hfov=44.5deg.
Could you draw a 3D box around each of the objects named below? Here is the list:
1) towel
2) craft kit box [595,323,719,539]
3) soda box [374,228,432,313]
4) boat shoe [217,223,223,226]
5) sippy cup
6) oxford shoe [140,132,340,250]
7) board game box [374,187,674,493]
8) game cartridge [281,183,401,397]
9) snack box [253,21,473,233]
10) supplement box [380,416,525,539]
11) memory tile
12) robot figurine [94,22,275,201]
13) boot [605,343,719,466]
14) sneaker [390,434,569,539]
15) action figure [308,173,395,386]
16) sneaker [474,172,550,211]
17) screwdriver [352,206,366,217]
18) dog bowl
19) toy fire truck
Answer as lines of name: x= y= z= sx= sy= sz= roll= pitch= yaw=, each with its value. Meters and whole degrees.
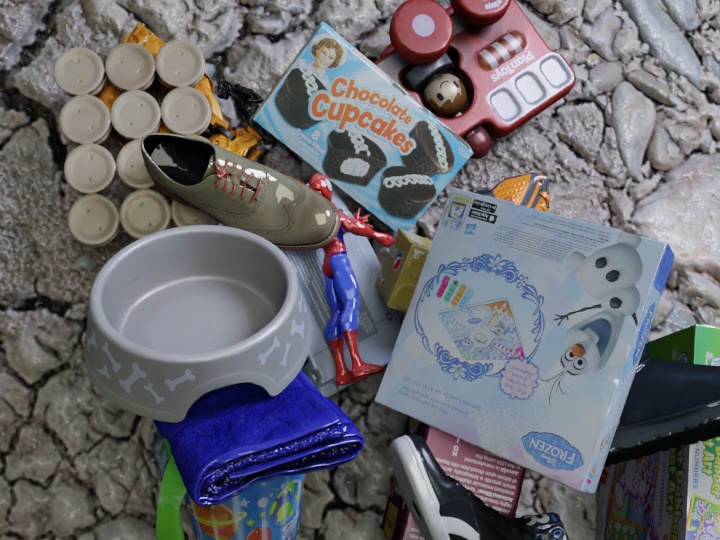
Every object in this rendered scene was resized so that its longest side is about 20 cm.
towel: x=-0.102 y=0.111 z=0.753 sx=0.145 sy=0.200 sz=0.050 roll=-11 pitch=115 yaw=-24
craft kit box: x=0.289 y=0.169 z=0.848 sx=0.048 sy=0.198 sz=0.204 roll=10 pitch=75 yaw=-7
soda box: x=0.118 y=0.028 z=0.890 sx=0.197 sy=0.064 sz=0.069 roll=20 pitch=103 yaw=-16
boat shoe: x=-0.148 y=0.003 z=0.882 sx=0.071 sy=0.068 sz=0.201 roll=31 pitch=58 yaw=2
sippy cup: x=-0.106 y=0.190 z=0.802 sx=0.175 sy=0.140 sz=0.133 roll=-11 pitch=115 yaw=-20
oxford shoe: x=-0.114 y=-0.072 z=0.805 sx=0.197 sy=0.075 sz=0.072 roll=19 pitch=82 yaw=9
board game box: x=0.132 y=0.051 z=0.735 sx=0.198 sy=0.043 sz=0.202 roll=19 pitch=85 yaw=33
game cartridge: x=-0.036 y=0.014 z=0.885 sx=0.132 sy=0.040 sz=0.203 roll=-23 pitch=86 yaw=-35
snack box: x=0.004 y=-0.140 z=0.894 sx=0.199 sy=0.037 sz=0.117 roll=36 pitch=108 yaw=-15
supplement box: x=0.096 y=0.168 z=0.841 sx=0.101 sy=0.131 sz=0.204 roll=15 pitch=81 yaw=-4
memory tile: x=-0.217 y=-0.127 z=0.865 sx=0.150 sy=0.017 sz=0.204 roll=-7 pitch=80 yaw=-7
robot figurine: x=-0.185 y=-0.155 z=0.913 sx=0.199 sy=0.058 sz=0.145 roll=40 pitch=74 yaw=2
boot: x=0.241 y=0.065 z=0.750 sx=0.197 sy=0.077 sz=0.171 roll=-17 pitch=64 yaw=9
sneaker: x=0.109 y=0.210 z=0.741 sx=0.111 sy=0.073 sz=0.203 roll=-26 pitch=95 yaw=-11
action figure: x=0.000 y=0.000 z=0.855 sx=0.098 sy=0.065 sz=0.204 roll=-9 pitch=78 yaw=-31
sneaker: x=0.206 y=-0.041 z=0.944 sx=0.197 sy=0.078 sz=0.114 roll=17 pitch=76 yaw=-5
screwdriver: x=0.062 y=-0.113 z=0.966 sx=0.198 sy=0.028 sz=0.029 roll=-32 pitch=54 yaw=-11
dog bowl: x=-0.139 y=0.035 z=0.751 sx=0.196 sy=0.059 sz=0.202 roll=1 pitch=38 yaw=-1
toy fire truck: x=0.116 y=-0.214 z=0.948 sx=0.199 sy=0.112 sz=0.169 roll=-35 pitch=83 yaw=-15
